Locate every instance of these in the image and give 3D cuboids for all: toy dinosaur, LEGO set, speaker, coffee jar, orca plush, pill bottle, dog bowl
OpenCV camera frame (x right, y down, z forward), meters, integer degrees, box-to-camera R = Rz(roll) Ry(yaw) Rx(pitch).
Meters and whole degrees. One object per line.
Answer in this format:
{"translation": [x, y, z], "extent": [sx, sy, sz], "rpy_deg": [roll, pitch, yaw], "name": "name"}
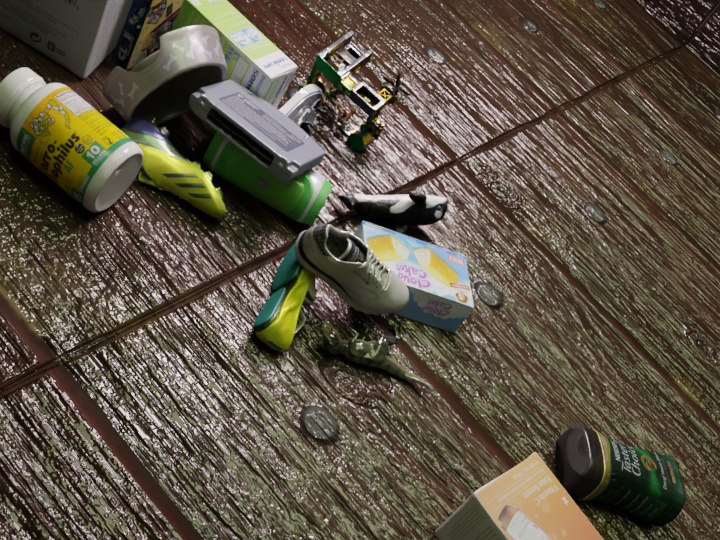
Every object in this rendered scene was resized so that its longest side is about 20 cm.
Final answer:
{"translation": [0.022, 0.110, 1.414], "extent": [0.197, 0.048, 0.089], "rpy_deg": [25, 46, -19], "name": "toy dinosaur"}
{"translation": [-0.006, -0.330, 1.745], "extent": [0.199, 0.155, 0.116], "rpy_deg": [39, 55, 15], "name": "LEGO set"}
{"translation": [-0.145, -0.153, 1.513], "extent": [0.197, 0.089, 0.089], "rpy_deg": [30, 38, -8], "name": "speaker"}
{"translation": [0.389, 0.309, 1.458], "extent": [0.197, 0.086, 0.106], "rpy_deg": [21, 41, -19], "name": "coffee jar"}
{"translation": [0.060, -0.090, 1.623], "extent": [0.197, 0.104, 0.073], "rpy_deg": [4, 79, -38], "name": "orca plush"}
{"translation": [-0.406, -0.183, 1.322], "extent": [0.199, 0.113, 0.113], "rpy_deg": [39, 38, 3], "name": "pill bottle"}
{"translation": [-0.289, -0.288, 1.461], "extent": [0.199, 0.199, 0.059], "rpy_deg": [-24, 82, -48], "name": "dog bowl"}

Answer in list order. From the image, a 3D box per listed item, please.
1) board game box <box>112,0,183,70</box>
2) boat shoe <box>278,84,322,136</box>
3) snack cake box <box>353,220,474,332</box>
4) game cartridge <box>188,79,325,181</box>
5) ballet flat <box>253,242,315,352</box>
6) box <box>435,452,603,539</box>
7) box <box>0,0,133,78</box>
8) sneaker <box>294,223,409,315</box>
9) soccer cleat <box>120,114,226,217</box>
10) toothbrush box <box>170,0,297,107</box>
{"translation": [-0.318, -0.429, 1.566], "extent": [0.035, 0.201, 0.135], "rpy_deg": [41, 38, 8], "name": "board game box"}
{"translation": [-0.108, -0.253, 1.654], "extent": [0.067, 0.072, 0.200], "rpy_deg": [36, 41, 4], "name": "boat shoe"}
{"translation": [0.078, 0.011, 1.535], "extent": [0.196, 0.068, 0.117], "rpy_deg": [18, 41, -22], "name": "snack cake box"}
{"translation": [-0.153, -0.216, 1.472], "extent": [0.199, 0.041, 0.133], "rpy_deg": [38, 32, 8], "name": "game cartridge"}
{"translation": [-0.098, 0.039, 1.386], "extent": [0.067, 0.066, 0.202], "rpy_deg": [46, 37, -22], "name": "ballet flat"}
{"translation": [0.223, 0.369, 1.254], "extent": [0.151, 0.107, 0.201], "rpy_deg": [-18, 63, -46], "name": "box"}
{"translation": [-0.452, -0.457, 1.493], "extent": [0.197, 0.201, 0.173], "rpy_deg": [30, 40, -6], "name": "box"}
{"translation": [0.000, 0.000, 1.387], "extent": [0.198, 0.080, 0.078], "rpy_deg": [30, 58, -26], "name": "sneaker"}
{"translation": [-0.283, -0.141, 1.432], "extent": [0.200, 0.065, 0.084], "rpy_deg": [45, 68, 3], "name": "soccer cleat"}
{"translation": [-0.222, -0.336, 1.590], "extent": [0.200, 0.146, 0.086], "rpy_deg": [43, 38, 7], "name": "toothbrush box"}
